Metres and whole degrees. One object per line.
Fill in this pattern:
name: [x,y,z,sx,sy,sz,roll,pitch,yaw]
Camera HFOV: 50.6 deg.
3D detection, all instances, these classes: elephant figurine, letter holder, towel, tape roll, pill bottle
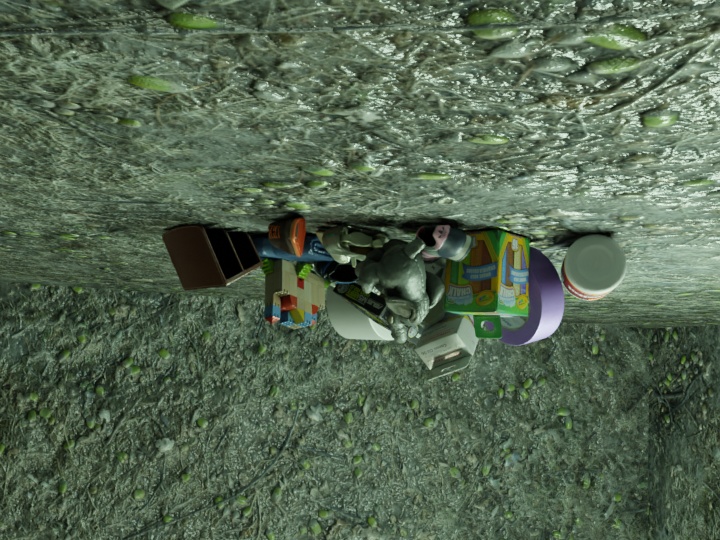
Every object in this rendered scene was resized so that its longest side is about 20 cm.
elephant figurine: [0.092,0.046,1.454,0.141,0.200,0.155,-34,-165,-1]
letter holder: [-0.322,-0.046,1.624,0.100,0.143,0.200,-31,-165,-35]
towel: [-0.163,-0.049,1.654,0.199,0.049,0.112,0,173,28]
tape roll: [0.326,0.051,1.581,0.065,0.201,0.200,-12,-178,-30]
tape roll: [0.027,0.081,2.006,0.139,0.204,0.202,-2,171,39]
pill bottle: [0.452,-0.001,1.494,0.113,0.113,0.200,2,173,12]

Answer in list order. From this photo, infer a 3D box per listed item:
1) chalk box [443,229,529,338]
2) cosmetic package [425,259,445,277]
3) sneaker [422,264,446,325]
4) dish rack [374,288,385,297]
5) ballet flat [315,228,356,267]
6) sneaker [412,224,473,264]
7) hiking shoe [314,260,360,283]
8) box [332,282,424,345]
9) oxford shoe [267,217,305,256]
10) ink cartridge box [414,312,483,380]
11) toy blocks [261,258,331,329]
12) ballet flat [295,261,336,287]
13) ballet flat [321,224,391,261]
chalk box: [0.245,0.031,1.481,0.125,0.201,0.124,-3,171,42]
cosmetic package: [0.176,0.026,1.778,0.081,0.113,0.200,46,-164,32]
sneaker: [0.213,0.039,1.684,0.111,0.200,0.077,8,-155,-45]
dish rack: [0.085,0.052,1.803,0.153,0.055,0.200,32,-158,-27]
ballet flat: [-0.018,-0.041,1.573,0.069,0.070,0.200,-3,171,42]
sneaker: [0.129,-0.058,1.442,0.082,0.070,0.200,29,164,-21]
hiking shoe: [0.000,0.000,1.696,0.199,0.075,0.087,-7,-154,-17]
box: [0.049,0.097,1.757,0.160,0.044,0.200,28,173,41]
oxford shoe: [-0.143,-0.063,1.445,0.072,0.071,0.200,9,173,-4]
ink cartridge box: [0.195,0.143,1.666,0.116,0.068,0.200,-27,-160,34]
toy blocks: [-0.144,0.066,1.695,0.100,0.137,0.200,-17,154,32]
ballet flat: [-0.064,0.001,1.812,0.072,0.072,0.200,-3,171,43]
ballet flat: [0.016,-0.049,1.502,0.199,0.068,0.064,8,163,-39]
